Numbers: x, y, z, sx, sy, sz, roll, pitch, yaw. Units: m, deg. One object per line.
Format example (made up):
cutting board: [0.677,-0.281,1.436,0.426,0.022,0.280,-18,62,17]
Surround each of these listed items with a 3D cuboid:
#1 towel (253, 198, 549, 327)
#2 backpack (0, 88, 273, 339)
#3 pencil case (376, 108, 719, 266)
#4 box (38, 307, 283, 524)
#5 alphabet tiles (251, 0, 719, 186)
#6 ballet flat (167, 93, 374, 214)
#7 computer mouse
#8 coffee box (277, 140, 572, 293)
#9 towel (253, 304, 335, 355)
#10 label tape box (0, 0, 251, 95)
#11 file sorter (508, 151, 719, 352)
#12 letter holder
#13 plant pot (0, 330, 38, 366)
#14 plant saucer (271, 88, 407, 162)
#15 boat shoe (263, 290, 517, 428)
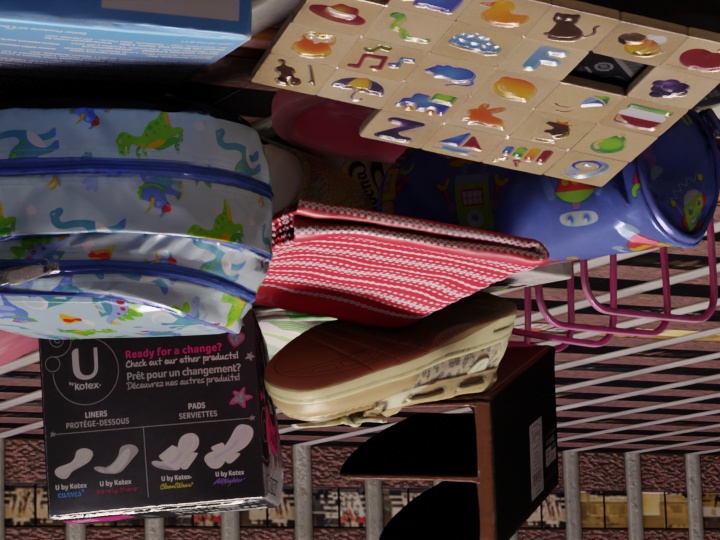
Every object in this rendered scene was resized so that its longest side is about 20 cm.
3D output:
towel: [0.000,0.000,1.278,0.143,0.023,0.200,9,167,-18]
backpack: [-0.139,-0.028,1.154,0.198,0.155,0.163,-15,164,8]
pencil case: [0.101,-0.045,1.283,0.199,0.088,0.078,-9,-171,41]
box: [-0.116,0.089,1.417,0.131,0.116,0.200,-5,174,0]
alphabet tiles: [0.057,-0.090,1.096,0.198,0.008,0.167,11,157,-16]
ballet flat: [-0.082,-0.058,1.359,0.199,0.071,0.070,25,-172,35]
computer mouse: [0.100,-0.111,1.117,0.198,0.053,0.138,-6,155,23]
coffee box: [0.034,-0.040,1.500,0.079,0.114,0.199,8,165,-43]
towel: [-0.030,0.037,1.536,0.199,0.024,0.152,-7,167,32]
label tape box: [-0.149,-0.124,1.127,0.142,0.067,0.200,3,173,-21]
file sorter: [0.134,-0.012,1.638,0.138,0.127,0.199,7,167,-38]
letter holder: [0.043,0.115,1.563,0.141,0.101,0.200,-1,-173,16]
plant pot: [-0.248,-0.017,1.413,0.178,0.202,0.200,-15,179,-34]
plant saucer: [0.049,-0.104,1.314,0.199,0.051,0.201,-1,170,0]
boat shoe: [0.022,0.062,1.395,0.073,0.063,0.199,22,-154,40]
